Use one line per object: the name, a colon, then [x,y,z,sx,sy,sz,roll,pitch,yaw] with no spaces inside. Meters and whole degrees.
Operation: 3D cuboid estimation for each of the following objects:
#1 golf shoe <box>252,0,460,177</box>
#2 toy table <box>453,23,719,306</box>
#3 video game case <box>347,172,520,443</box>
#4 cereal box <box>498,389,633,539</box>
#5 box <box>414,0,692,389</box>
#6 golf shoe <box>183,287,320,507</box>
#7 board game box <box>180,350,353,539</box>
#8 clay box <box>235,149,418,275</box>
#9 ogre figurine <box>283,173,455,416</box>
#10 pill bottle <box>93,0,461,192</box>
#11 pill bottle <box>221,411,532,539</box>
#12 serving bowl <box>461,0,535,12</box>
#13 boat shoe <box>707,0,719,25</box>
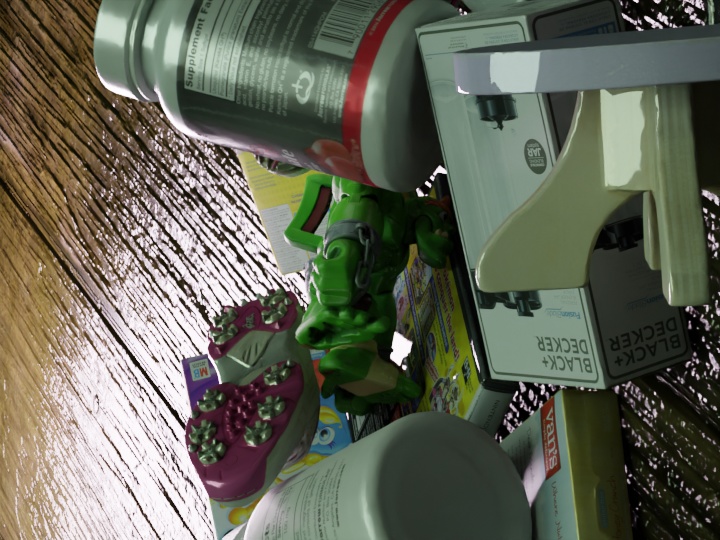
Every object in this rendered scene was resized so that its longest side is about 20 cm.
golf shoe: [0.011,-0.133,1.651,0.073,0.092,0.200,34,85,30]
toy table: [0.146,-0.052,1.266,0.184,0.199,0.118,-30,-63,-74]
video game case: [0.040,0.070,1.676,0.200,0.025,0.181,-101,27,-51]
cereal box: [0.098,0.169,1.564,0.200,0.039,0.144,133,137,-58]
box: [0.102,-0.042,1.455,0.117,0.060,0.201,4,109,60]
golf shoe: [-0.054,0.091,1.644,0.200,0.075,0.092,-79,-30,-60]
board game box: [-0.048,0.156,1.804,0.105,0.103,0.201,82,174,-57]
clay box: [-0.036,-0.103,1.773,0.115,0.048,0.201,-11,99,50]
ogre figurine: [0.000,0.000,1.625,0.098,0.200,0.120,-2,64,25]
pill bottle: [-0.047,-0.119,1.556,0.199,0.111,0.111,16,109,24]
pill bottle: [-0.002,0.162,1.564,0.200,0.114,0.115,-32,60,51]
serving bowl: [0.105,-0.239,1.528,0.200,0.066,0.201,-179,90,-68]
boat shoe: [0.186,-0.168,1.334,0.074,0.060,0.201,-148,61,-62]
